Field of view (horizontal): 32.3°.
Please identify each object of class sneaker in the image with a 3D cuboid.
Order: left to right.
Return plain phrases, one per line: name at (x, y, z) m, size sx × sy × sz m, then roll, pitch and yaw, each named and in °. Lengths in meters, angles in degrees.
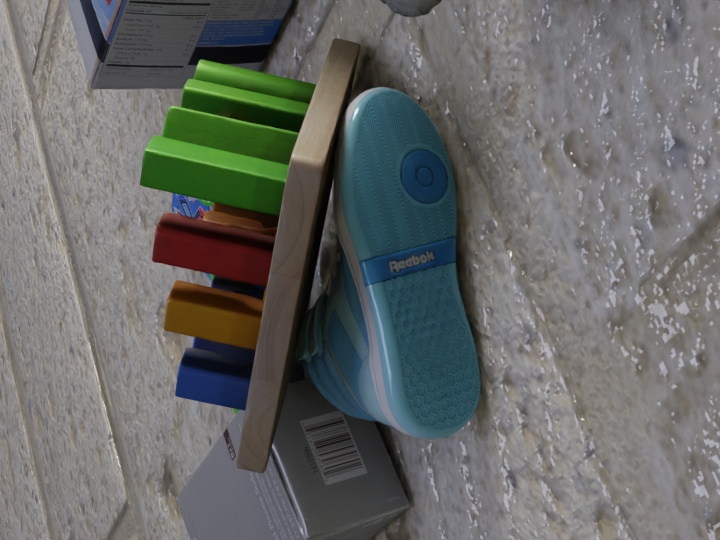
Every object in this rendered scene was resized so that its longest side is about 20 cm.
sneaker at (0.000, 0.000, 0.744) m, size 0.130 × 0.079 × 0.201 m, roll -11°, pitch 85°, yaw 61°

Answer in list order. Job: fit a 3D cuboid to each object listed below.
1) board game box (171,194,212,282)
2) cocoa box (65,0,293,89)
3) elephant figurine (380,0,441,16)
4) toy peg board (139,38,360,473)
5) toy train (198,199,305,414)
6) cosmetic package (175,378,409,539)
board game box at (-0.110, -0.037, 1.008) m, size 0.200 × 0.019 × 0.104 m, roll 43°, pitch 131°, yaw 51°
cocoa box at (-0.143, -0.250, 0.902) m, size 0.131 × 0.133 × 0.201 m, roll -52°, pitch 52°, yaw 52°
elephant figurine at (0.085, -0.187, 0.502) m, size 0.199 × 0.155 × 0.142 m, roll -15°, pitch 119°, yaw 37°
toy peg board at (-0.074, -0.024, 0.752) m, size 0.200 × 0.097 × 0.200 m, roll -78°, pitch 1°, yaw -61°
toy train at (-0.076, 0.017, 0.906) m, size 0.056 × 0.042 × 0.201 m, roll -4°, pitch 100°, yaw 27°
cosmetic package at (-0.054, 0.161, 0.867) m, size 0.107 × 0.090 × 0.200 m, roll 64°, pitch 145°, yaw 21°
